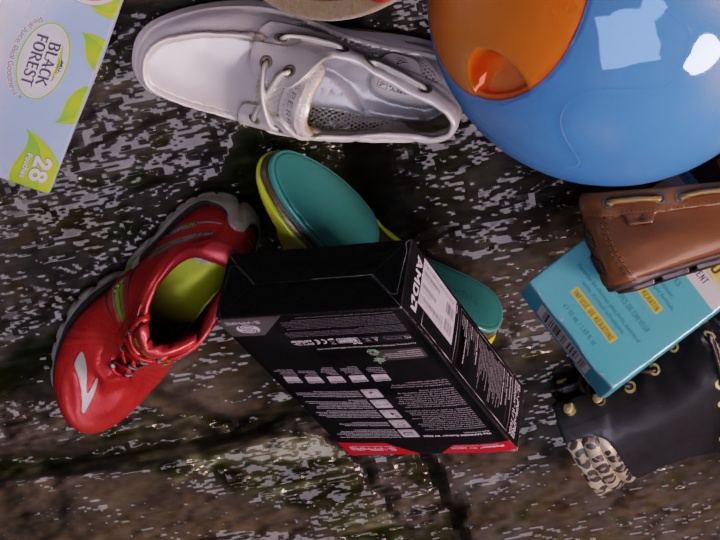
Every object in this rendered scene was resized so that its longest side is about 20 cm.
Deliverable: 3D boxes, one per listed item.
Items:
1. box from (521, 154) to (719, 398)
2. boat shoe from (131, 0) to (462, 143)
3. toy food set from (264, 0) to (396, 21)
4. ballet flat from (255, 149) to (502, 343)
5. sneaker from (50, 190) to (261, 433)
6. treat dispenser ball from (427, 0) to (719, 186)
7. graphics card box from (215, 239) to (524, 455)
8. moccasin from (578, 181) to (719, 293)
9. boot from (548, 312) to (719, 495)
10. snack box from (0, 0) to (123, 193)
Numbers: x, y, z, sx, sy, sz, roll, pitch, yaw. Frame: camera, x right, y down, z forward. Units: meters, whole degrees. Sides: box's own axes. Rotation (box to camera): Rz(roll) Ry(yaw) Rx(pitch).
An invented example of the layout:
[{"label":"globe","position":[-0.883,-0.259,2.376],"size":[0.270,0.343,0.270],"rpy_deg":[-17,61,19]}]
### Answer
[{"label":"box","position":[0.200,-0.016,1.046],"size":[0.200,0.049,0.082],"rpy_deg":[-37,82,-7]},{"label":"boat shoe","position":[-0.036,-0.111,1.037],"size":[0.200,0.069,0.071],"rpy_deg":[4,123,-4]},{"label":"toy food set","position":[-0.023,-0.231,0.920],"size":[0.200,0.049,0.198],"rpy_deg":[30,114,29]},{"label":"ballet flat","position":[0.000,0.000,1.116],"size":[0.200,0.067,0.067],"rpy_deg":[34,137,-23]},{"label":"sneaker","position":[-0.137,0.035,1.116],"size":[0.077,0.085,0.200],"rpy_deg":[31,115,-18]},{"label":"treat dispenser ball","position":[0.135,-0.146,0.944],"size":[0.200,0.201,0.201],"rpy_deg":[-1,122,-1]},{"label":"graphics card box","position":[0.011,0.053,1.091],"size":[0.125,0.051,0.200],"rpy_deg":[-4,150,26]},{"label":"moccasin","position":[0.223,-0.048,0.994],"size":[0.201,0.074,0.078],"rpy_deg":[-16,88,6]},{"label":"boot","position":[0.189,0.054,1.148],"size":[0.153,0.074,0.204],"rpy_deg":[-22,119,15]},{"label":"snack box","position":[-0.243,-0.156,1.004],"size":[0.200,0.068,0.169],"rpy_deg":[17,119,-14]}]
